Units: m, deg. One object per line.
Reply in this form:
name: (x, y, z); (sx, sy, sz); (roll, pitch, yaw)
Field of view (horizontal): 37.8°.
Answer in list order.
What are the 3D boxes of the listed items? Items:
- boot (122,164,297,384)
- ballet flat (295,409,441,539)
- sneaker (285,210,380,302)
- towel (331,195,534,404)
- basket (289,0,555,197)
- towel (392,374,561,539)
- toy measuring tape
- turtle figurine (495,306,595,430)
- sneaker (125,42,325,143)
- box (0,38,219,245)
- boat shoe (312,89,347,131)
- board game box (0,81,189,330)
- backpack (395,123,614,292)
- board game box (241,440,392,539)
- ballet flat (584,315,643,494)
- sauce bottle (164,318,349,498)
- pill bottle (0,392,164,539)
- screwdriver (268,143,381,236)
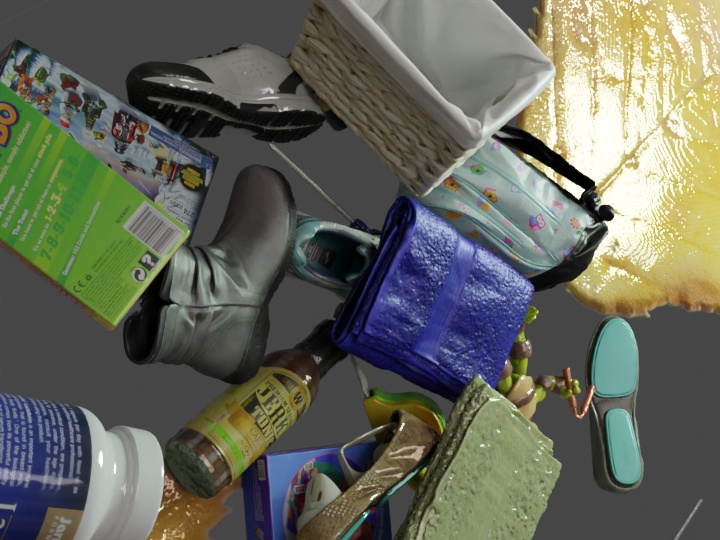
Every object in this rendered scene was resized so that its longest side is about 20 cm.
boot: (-0.123, -0.011, 0.872); (0.131, 0.069, 0.202); (27, 64, -52)
ballet flat: (-0.009, 0.192, 0.920); (0.065, 0.071, 0.200); (45, 52, 9)
sneaker: (0.000, 0.000, 0.984); (0.198, 0.086, 0.078); (14, 91, -29)
towel: (0.077, 0.038, 0.974); (0.199, 0.049, 0.149); (30, 85, -40)
basket: (0.049, -0.187, 0.948); (0.200, 0.123, 0.135); (47, 56, 4)
towel: (0.106, 0.212, 0.948); (0.148, 0.036, 0.201); (43, 61, -30)
toy measuring tape: (0.036, 0.118, 1.009); (0.073, 0.073, 0.202); (-26, 101, -38)
turtle figurine: (0.171, 0.122, 1.121); (0.199, 0.064, 0.163); (-28, 118, -29)
sneaker: (-0.125, -0.166, 0.950); (0.199, 0.074, 0.081); (1, 67, -43)
box: (-0.224, -0.078, 0.864); (0.199, 0.040, 0.138); (29, 66, -32)
boat shoe: (0.025, -0.206, 1.068); (0.200, 0.074, 0.063); (-40, 111, -31)
board game box: (-0.235, -0.054, 0.782); (0.200, 0.030, 0.096); (40, 66, -7)
backpack: (0.135, -0.064, 1.077); (0.199, 0.166, 0.127); (36, 64, -20)
board game box: (-0.034, 0.261, 0.947); (0.133, 0.045, 0.202); (1, 81, -38)
ballet flat: (0.285, 0.155, 1.212); (0.067, 0.064, 0.202); (2, 76, -12)
sauce bottle: (-0.083, 0.113, 0.924); (0.200, 0.064, 0.065); (-43, 108, -35)
pill bottle: (-0.250, 0.147, 0.752); (0.199, 0.115, 0.117); (16, 72, -35)
screwdriver: (-0.019, -0.056, 1.027); (0.200, 0.028, 0.029); (40, 31, -29)
